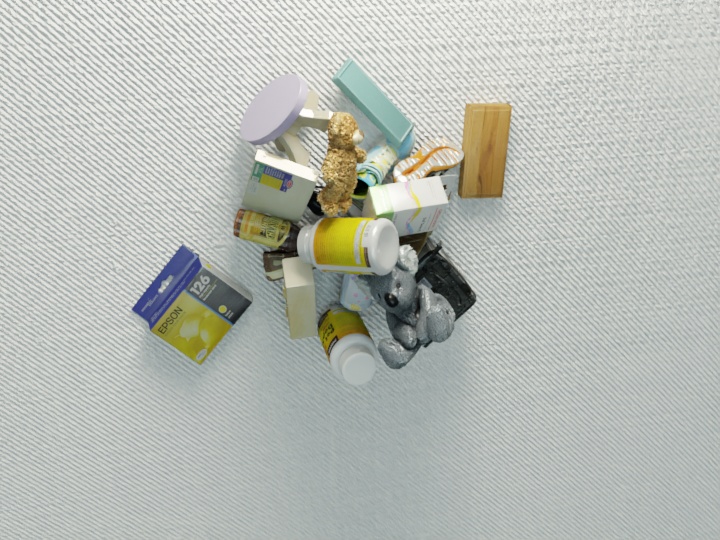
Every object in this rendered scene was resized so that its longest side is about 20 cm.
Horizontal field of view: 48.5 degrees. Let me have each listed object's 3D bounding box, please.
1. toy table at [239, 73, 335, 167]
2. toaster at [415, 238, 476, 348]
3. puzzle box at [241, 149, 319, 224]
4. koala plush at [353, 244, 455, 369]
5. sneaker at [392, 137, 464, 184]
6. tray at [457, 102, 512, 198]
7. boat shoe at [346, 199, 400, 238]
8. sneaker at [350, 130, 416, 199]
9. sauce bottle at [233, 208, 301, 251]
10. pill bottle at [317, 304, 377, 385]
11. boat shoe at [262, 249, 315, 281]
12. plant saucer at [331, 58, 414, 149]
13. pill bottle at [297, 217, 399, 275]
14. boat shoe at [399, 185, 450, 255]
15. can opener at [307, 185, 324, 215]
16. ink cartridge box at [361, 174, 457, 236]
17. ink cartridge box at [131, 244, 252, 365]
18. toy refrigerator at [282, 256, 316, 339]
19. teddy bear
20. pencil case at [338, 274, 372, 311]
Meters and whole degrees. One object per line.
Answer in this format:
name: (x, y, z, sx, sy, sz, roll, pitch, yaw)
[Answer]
toy table: (-0.139, -0.294, 1.581, 0.116, 0.197, 0.189, 24, 75, -38)
toaster: (0.151, 0.040, 1.812, 0.199, 0.119, 0.181, -42, 115, 9)
puzzle box: (-0.165, -0.166, 1.623, 0.130, 0.200, 0.026, 20, 64, -9)
koala plush: (0.087, 0.061, 1.669, 0.176, 0.184, 0.201, -34, 100, 25)
sneaker: (0.140, -0.218, 1.710, 0.197, 0.079, 0.078, -28, 156, -27)
tray: (0.272, -0.261, 1.752, 0.096, 0.037, 0.205, -2, 114, -10)
boat shoe: (0.037, -0.114, 1.756, 0.198, 0.072, 0.063, 31, 89, -35)
sneaker: (0.043, -0.218, 1.670, 0.199, 0.131, 0.080, -42, 105, 8)
sauce bottle: (-0.172, -0.079, 1.704, 0.194, 0.066, 0.068, 13, 111, -1)
pill bottle: (-0.027, 0.167, 1.775, 0.106, 0.201, 0.112, -6, 116, -13)
boat shoe: (-0.120, -0.041, 1.752, 0.197, 0.075, 0.077, -19, 104, -7)
plant saucer: (0.030, -0.345, 1.641, 0.200, 0.019, 0.070, 44, 64, -15)
pill bottle: (-0.028, -0.050, 1.596, 0.196, 0.109, 0.112, 3, 121, 32)
boat shoe: (0.136, -0.114, 1.755, 0.070, 0.065, 0.203, 30, 75, 5)
can opener: (-0.135, -0.173, 1.701, 0.195, 0.064, 0.079, 17, 137, -7)
ink cartridge box: (0.108, -0.129, 1.653, 0.195, 0.069, 0.118, -11, 156, -13)
ink cartridge box: (-0.373, 0.079, 1.769, 0.199, 0.047, 0.198, 36, 103, -25)
toy refrigerator: (-0.135, 0.062, 1.742, 0.068, 0.077, 0.202, -7, 144, -8)
teddy bear: (-0.032, -0.201, 1.549, 0.144, 0.066, 0.205, 9, 98, -58)
pencil case: (0.000, 0.000, 1.745, 0.090, 0.082, 0.203, -41, 155, -33)
